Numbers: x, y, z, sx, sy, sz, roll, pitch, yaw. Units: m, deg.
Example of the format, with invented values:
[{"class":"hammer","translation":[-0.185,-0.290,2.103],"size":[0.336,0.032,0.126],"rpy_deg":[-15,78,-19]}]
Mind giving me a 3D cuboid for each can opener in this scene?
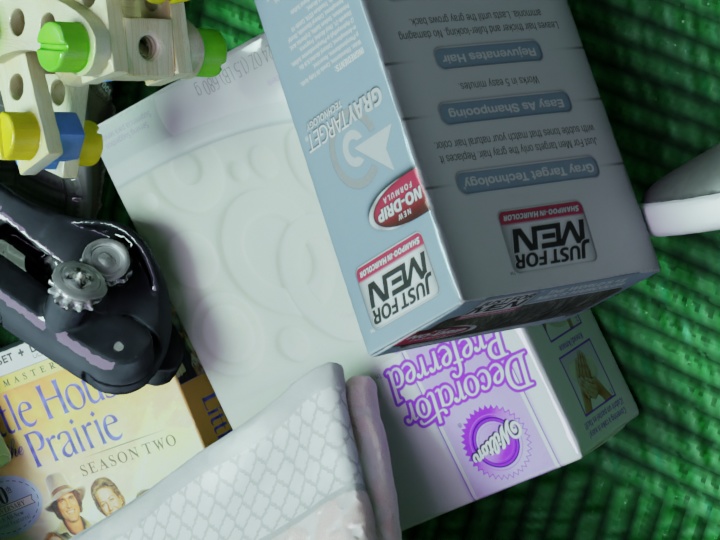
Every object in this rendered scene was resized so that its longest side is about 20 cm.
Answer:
[{"class":"can opener","translation":[-0.157,-0.016,1.017],"size":[0.200,0.063,0.079],"rpy_deg":[35,144,4]}]

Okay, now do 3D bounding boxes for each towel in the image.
[{"class":"towel","translation":[-0.059,0.156,0.969],"size":[0.200,0.032,0.192],"rpy_deg":[-35,46,33]}]

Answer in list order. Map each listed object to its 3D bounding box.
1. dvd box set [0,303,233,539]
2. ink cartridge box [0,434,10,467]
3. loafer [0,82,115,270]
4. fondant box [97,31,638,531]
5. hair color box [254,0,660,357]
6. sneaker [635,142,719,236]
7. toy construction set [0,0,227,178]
[{"class":"dvd box set","translation":[-0.102,0.119,1.113],"size":[0.146,0.029,0.201],"rpy_deg":[-19,94,33]},{"class":"ink cartridge box","translation":[-0.212,0.110,1.135],"size":[0.145,0.048,0.201],"rpy_deg":[-25,92,41]},{"class":"loafer","translation":[-0.128,-0.075,1.054],"size":[0.075,0.070,0.201],"rpy_deg":[23,129,12]},{"class":"fondant box","translation":[0.000,0.000,1.006],"size":[0.144,0.058,0.201],"rpy_deg":[-26,92,33]},{"class":"hair color box","translation":[0.025,-0.078,0.912],"size":[0.061,0.099,0.201],"rpy_deg":[-32,72,49]},{"class":"sneaker","translation":[0.175,-0.079,0.882],"size":[0.200,0.071,0.100],"rpy_deg":[-21,89,29]},{"class":"toy construction set","translation":[-0.108,-0.139,0.923],"size":[0.131,0.092,0.201],"rpy_deg":[-15,94,51]}]
